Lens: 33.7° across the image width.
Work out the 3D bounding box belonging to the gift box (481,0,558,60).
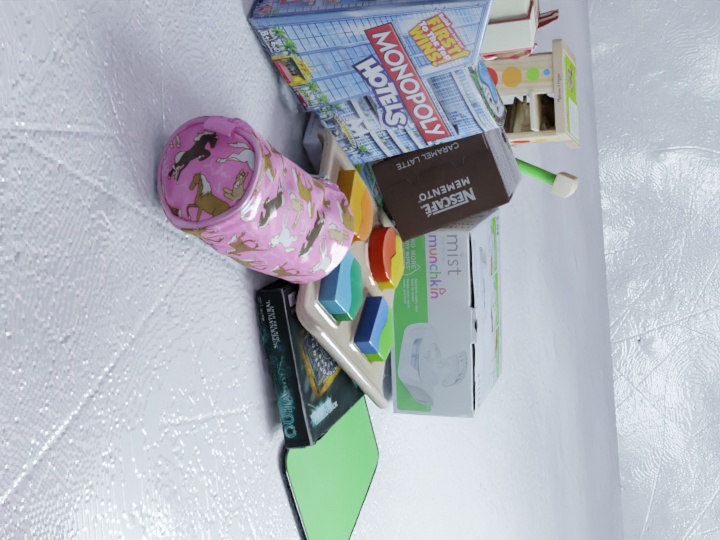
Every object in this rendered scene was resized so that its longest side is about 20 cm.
[{"bbox_3d":[0.116,-0.326,1.308,0.200,0.183,0.188,-58,141,-60],"label":"gift box"}]

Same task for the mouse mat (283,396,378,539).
[{"bbox_3d":[-0.023,0.175,1.099,0.200,0.007,0.162,-61,143,-55],"label":"mouse mat"}]

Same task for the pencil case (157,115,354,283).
[{"bbox_3d":[-0.073,-0.049,0.883,0.200,0.082,0.087,28,47,-67],"label":"pencil case"}]

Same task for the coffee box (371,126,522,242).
[{"bbox_3d":[0.091,-0.097,1.189,0.200,0.114,0.080,-43,112,-74],"label":"coffee box"}]

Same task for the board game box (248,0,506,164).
[{"bbox_3d":[0.042,-0.179,1.010,0.200,0.199,0.062,56,34,-38],"label":"board game box"}]

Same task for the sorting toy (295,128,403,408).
[{"bbox_3d":[0.000,0.000,1.062,0.185,0.036,0.201,52,36,-54],"label":"sorting toy"}]

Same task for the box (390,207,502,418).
[{"bbox_3d":[0.098,0.040,1.301,0.176,0.096,0.201,-34,124,-69],"label":"box"}]

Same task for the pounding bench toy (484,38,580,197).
[{"bbox_3d":[0.208,-0.192,1.594,0.124,0.155,0.201,5,82,-71],"label":"pounding bench toy"}]

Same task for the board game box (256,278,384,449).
[{"bbox_3d":[-0.031,0.061,1.053,0.200,0.028,0.136,-32,113,-68],"label":"board game box"}]

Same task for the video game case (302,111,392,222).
[{"bbox_3d":[-0.002,-0.119,1.188,0.200,0.023,0.183,67,27,-45],"label":"video game case"}]
